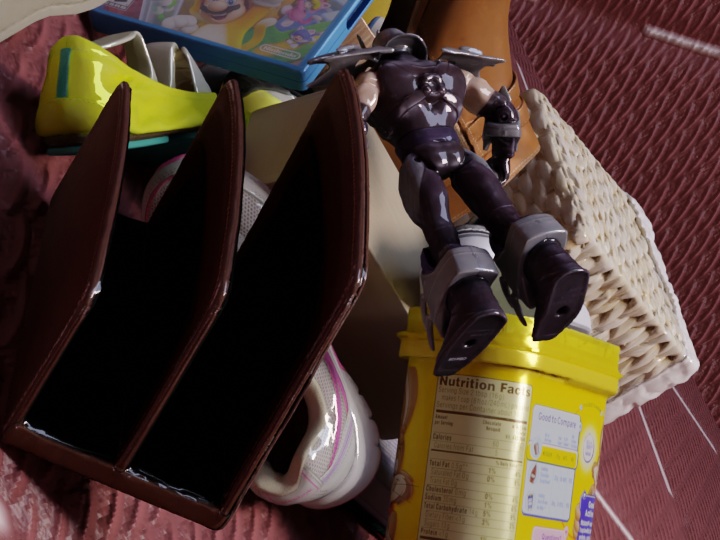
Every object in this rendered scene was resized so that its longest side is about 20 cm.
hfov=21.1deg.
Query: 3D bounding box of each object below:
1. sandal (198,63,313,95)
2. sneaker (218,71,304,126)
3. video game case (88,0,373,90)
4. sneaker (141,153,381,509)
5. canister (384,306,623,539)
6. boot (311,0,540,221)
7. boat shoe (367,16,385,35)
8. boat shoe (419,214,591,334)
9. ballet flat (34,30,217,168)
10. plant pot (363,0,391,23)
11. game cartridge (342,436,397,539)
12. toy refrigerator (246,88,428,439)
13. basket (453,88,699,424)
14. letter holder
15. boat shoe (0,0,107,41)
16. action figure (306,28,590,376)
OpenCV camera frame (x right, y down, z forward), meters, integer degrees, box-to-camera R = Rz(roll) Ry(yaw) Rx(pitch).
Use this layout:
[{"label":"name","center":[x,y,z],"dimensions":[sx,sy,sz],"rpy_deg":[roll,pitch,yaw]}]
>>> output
[{"label":"sandal","center":[-0.061,-0.093,1.239],"dimensions":[0.043,0.076,0.200],"rpy_deg":[63,24,12]},{"label":"sneaker","center":[-0.039,-0.040,1.168],"dimensions":[0.078,0.090,0.200],"rpy_deg":[30,-17,41]},{"label":"video game case","center":[-0.049,-0.192,1.149],"dimensions":[0.200,0.143,0.018],"rpy_deg":[-56,154,-36]},{"label":"sneaker","center":[-0.055,0.031,0.987],"dimensions":[0.201,0.081,0.088],"rpy_deg":[62,12,3]},{"label":"canister","center":[0.072,0.130,1.050],"dimensions":[0.148,0.086,0.201],"rpy_deg":[19,77,-57]},{"label":"boot","center":[0.073,-0.131,1.182],"dimensions":[0.155,0.200,0.074],"rpy_deg":[51,9,-27]},{"label":"boat shoe","center":[0.017,-0.069,1.280],"dimensions":[0.201,0.072,0.072],"rpy_deg":[102,16,-45]},{"label":"boat shoe","center":[0.084,-0.003,1.118],"dimensions":[0.200,0.070,0.067],"rpy_deg":[25,50,-60]},{"label":"ballet flat","center":[-0.113,-0.091,1.025],"dimensions":[0.200,0.066,0.067],"rpy_deg":[-2,86,-72]},{"label":"plant pot","center":[0.001,-0.229,1.535],"dimensions":[0.200,0.199,0.143],"rpy_deg":[-35,123,-77]},{"label":"game cartridge","center":[-0.005,0.091,1.163],"dimensions":[0.200,0.038,0.130],"rpy_deg":[47,24,-49]},{"label":"toy refrigerator","center":[0.000,0.000,1.100],"dimensions":[0.200,0.070,0.076],"rpy_deg":[59,31,-34]},{"label":"basket","center":[0.104,0.009,1.379],"dimensions":[0.161,0.198,0.200],"rpy_deg":[50,18,-34]},{"label":"letter holder","center":[-0.070,-0.016,0.831],"dimensions":[0.100,0.142,0.200],"rpy_deg":[25,26,-16]},{"label":"boat shoe","center":[-0.179,-0.155,0.933],"dimensions":[0.059,0.072,0.200],"rpy_deg":[24,21,15]},{"label":"action figure","center":[0.040,-0.050,0.998],"dimensions":[0.070,0.130,0.201],"rpy_deg":[109,-35,-52]}]
